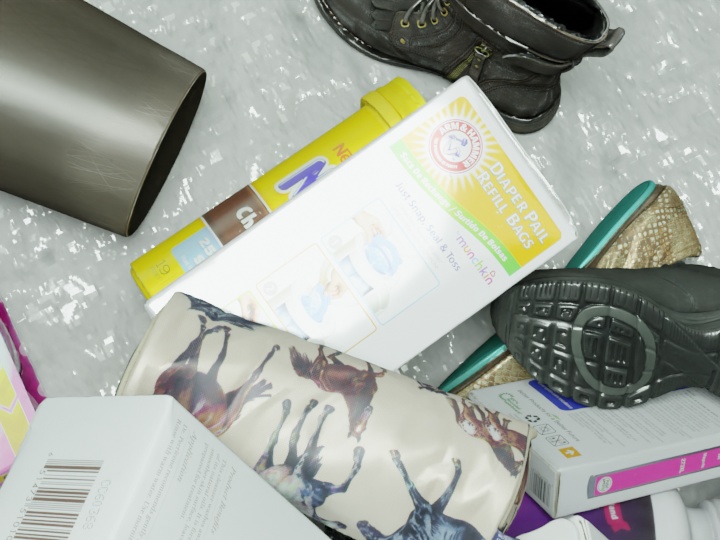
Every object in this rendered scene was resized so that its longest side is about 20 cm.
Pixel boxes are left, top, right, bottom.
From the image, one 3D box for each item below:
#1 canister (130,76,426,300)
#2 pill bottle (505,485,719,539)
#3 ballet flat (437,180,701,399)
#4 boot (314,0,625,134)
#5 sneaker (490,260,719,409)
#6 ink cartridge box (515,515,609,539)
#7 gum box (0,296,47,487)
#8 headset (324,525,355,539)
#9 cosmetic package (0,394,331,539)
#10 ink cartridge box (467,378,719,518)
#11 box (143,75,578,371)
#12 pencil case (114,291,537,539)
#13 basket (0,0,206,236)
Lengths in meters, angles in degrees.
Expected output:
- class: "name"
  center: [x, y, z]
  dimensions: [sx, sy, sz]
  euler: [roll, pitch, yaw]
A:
- class: "canister"
  center: [-0.018, 0.000, 0.876]
  dimensions: [0.200, 0.087, 0.149]
  euler: [-34, 82, -6]
- class: "pill bottle"
  center: [0.123, 0.168, 0.824]
  dimensions: [0.200, 0.111, 0.112]
  euler: [2, 77, 0]
- class: "ballet flat"
  center: [0.133, 0.032, 0.882]
  dimensions: [0.200, 0.071, 0.065]
  euler: [-44, 95, -6]
- class: "boot"
  center: [0.059, -0.165, 0.869]
  dimensions: [0.200, 0.174, 0.069]
  euler: [31, 79, 7]
- class: "sneaker"
  center: [0.169, 0.030, 0.833]
  dimensions: [0.200, 0.091, 0.076]
  euler: [9, 116, -8]
- class: "ink cartridge box"
  center: [0.109, 0.227, 0.742]
  dimensions: [0.145, 0.200, 0.084]
  euler: [-30, 37, 25]
- class: "gum box"
  center: [-0.264, 0.056, 0.872]
  dimensions: [0.113, 0.066, 0.200]
  euler: [-26, 78, -5]
- class: "headset"
  center: [-0.071, 0.205, 0.824]
  dimensions: [0.200, 0.094, 0.124]
  euler: [-40, 80, 3]
- class: "cosmetic package"
  center: [-0.071, 0.151, 0.633]
  dimensions: [0.081, 0.200, 0.113]
  euler: [-3, 50, 35]
- class: "ink cartridge box"
  center: [0.169, 0.085, 0.836]
  dimensions: [0.200, 0.095, 0.037]
  euler: [-11, 117, -24]
- class: "box"
  center: [0.000, 0.000, 0.774]
  dimensions: [0.200, 0.112, 0.101]
  euler: [-36, 91, -2]
- class: "pencil case"
  center: [-0.021, 0.080, 0.678]
  dimensions: [0.200, 0.078, 0.090]
  euler: [22, 77, -5]
- class: "basket"
  center: [-0.206, -0.112, 0.874]
  dimensions: [0.200, 0.180, 0.136]
  euler: [25, 117, -1]
